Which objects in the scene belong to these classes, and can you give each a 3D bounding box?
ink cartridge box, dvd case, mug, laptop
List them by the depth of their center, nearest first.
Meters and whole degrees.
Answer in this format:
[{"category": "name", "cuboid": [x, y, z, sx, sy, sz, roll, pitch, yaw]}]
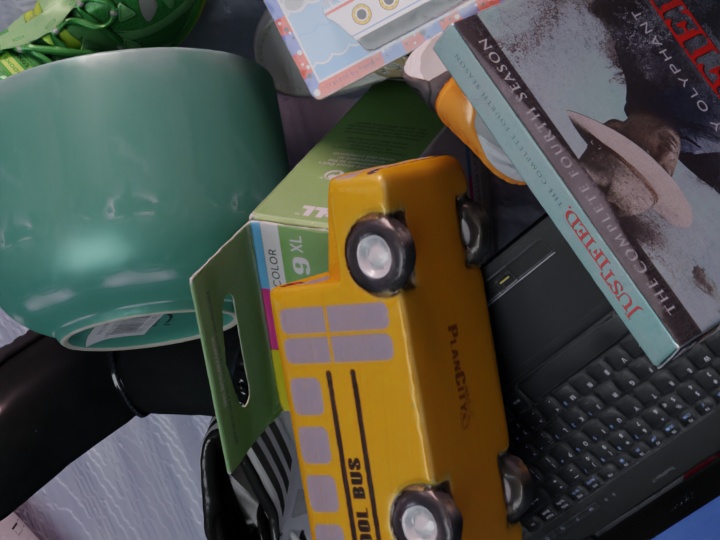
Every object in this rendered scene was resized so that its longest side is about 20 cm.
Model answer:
[{"category": "dvd case", "cuboid": [0.141, -0.064, 0.694, 0.146, 0.199, 0.022, 57, 147, 11]}, {"category": "laptop", "cuboid": [0.101, 0.094, 0.725, 0.200, 0.103, 0.177, 44, 124, -9]}, {"category": "ink cartridge box", "cuboid": [0.000, 0.000, 0.836, 0.059, 0.200, 0.104, 8, 123, 24]}, {"category": "mug", "cuboid": [-0.100, -0.024, 0.869, 0.151, 0.185, 0.115, -15, 77, 25]}, {"category": "ink cartridge box", "cuboid": [0.119, 0.100, 0.876, 0.145, 0.145, 0.200, 37, 128, -1]}]

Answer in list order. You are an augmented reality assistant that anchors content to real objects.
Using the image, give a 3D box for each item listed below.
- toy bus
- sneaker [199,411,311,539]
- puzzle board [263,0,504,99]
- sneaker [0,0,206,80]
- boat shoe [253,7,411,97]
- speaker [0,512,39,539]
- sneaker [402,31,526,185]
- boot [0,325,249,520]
[{"category": "toy bus", "cuboid": [0.016, 0.058, 0.733, 0.078, 0.065, 0.201, -6, 96, 37]}, {"category": "sneaker", "cuboid": [-0.033, 0.153, 1.002, 0.075, 0.115, 0.201, -17, 113, 33]}, {"category": "puzzle board", "cuboid": [0.029, -0.181, 0.747, 0.199, 0.017, 0.151, -26, 93, 22]}, {"category": "sneaker", "cuboid": [-0.141, -0.112, 0.910, 0.074, 0.084, 0.200, 39, 128, -1]}, {"category": "boat shoe", "cuboid": [0.021, -0.127, 0.829, 0.199, 0.068, 0.075, -25, 107, 35]}, {"category": "speaker", "cuboid": [-0.204, 0.237, 1.164, 0.081, 0.081, 0.200, -34, 102, 37]}, {"category": "sneaker", "cuboid": [0.091, -0.098, 0.743, 0.076, 0.200, 0.092, 47, 120, 12]}, {"category": "boot", "cuboid": [-0.110, 0.060, 0.938, 0.162, 0.198, 0.074, -1, 123, 34]}]
